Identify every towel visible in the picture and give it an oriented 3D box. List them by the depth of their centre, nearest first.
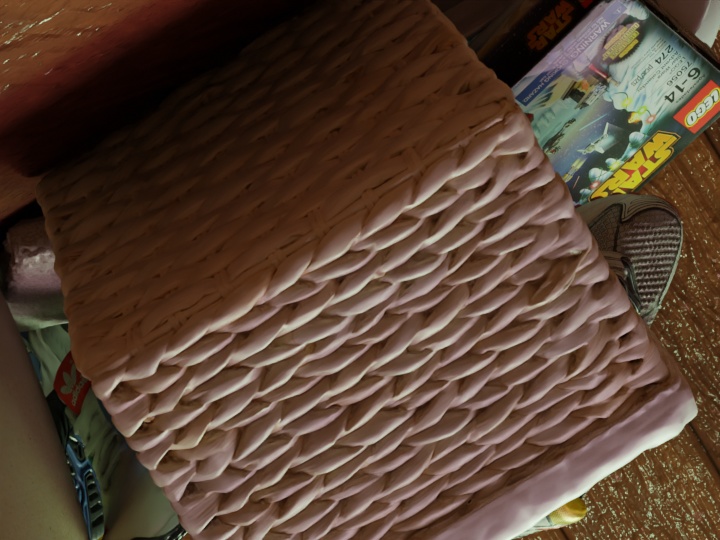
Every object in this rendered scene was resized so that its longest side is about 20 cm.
[{"bbox_3d":[-0.118,-0.001,1.020,0.131,0.035,0.200,-8,172,-14],"label":"towel"}]

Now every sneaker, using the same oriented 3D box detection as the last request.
[{"bbox_3d":[0.102,0.043,0.896,0.082,0.078,0.201,-5,-139,41],"label":"sneaker"},{"bbox_3d":[-0.120,0.087,1.020,0.071,0.093,0.200,-53,-172,21],"label":"sneaker"},{"bbox_3d":[-0.177,0.087,1.099,0.076,0.076,0.201,-20,-148,6],"label":"sneaker"}]

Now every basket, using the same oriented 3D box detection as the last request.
[{"bbox_3d":[-0.009,0.010,0.812,0.199,0.161,0.198,-33,-151,2],"label":"basket"}]

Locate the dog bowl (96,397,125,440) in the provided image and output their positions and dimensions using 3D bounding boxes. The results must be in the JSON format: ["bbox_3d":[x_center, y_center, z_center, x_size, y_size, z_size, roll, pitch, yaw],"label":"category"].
[{"bbox_3d":[-0.028,0.072,0.992,0.112,0.199,0.050,-73,-171,-66],"label":"dog bowl"}]

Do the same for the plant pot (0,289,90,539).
[{"bbox_3d":[-0.202,0.125,0.943,0.186,0.201,0.187,-33,180,0],"label":"plant pot"}]

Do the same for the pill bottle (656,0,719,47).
[{"bbox_3d":[0.136,-0.143,1.107,0.112,0.113,0.200,-32,180,1],"label":"pill bottle"}]

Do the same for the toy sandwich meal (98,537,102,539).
[{"bbox_3d":[-0.102,0.106,1.296,0.204,0.071,0.205,-34,179,0],"label":"toy sandwich meal"}]

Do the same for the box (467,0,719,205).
[{"bbox_3d":[0.075,-0.053,0.979,0.200,0.040,0.137,-44,144,16],"label":"box"}]

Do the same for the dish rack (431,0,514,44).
[{"bbox_3d":[-0.006,-0.094,1.009,0.171,0.044,0.200,-33,180,-25],"label":"dish rack"}]
